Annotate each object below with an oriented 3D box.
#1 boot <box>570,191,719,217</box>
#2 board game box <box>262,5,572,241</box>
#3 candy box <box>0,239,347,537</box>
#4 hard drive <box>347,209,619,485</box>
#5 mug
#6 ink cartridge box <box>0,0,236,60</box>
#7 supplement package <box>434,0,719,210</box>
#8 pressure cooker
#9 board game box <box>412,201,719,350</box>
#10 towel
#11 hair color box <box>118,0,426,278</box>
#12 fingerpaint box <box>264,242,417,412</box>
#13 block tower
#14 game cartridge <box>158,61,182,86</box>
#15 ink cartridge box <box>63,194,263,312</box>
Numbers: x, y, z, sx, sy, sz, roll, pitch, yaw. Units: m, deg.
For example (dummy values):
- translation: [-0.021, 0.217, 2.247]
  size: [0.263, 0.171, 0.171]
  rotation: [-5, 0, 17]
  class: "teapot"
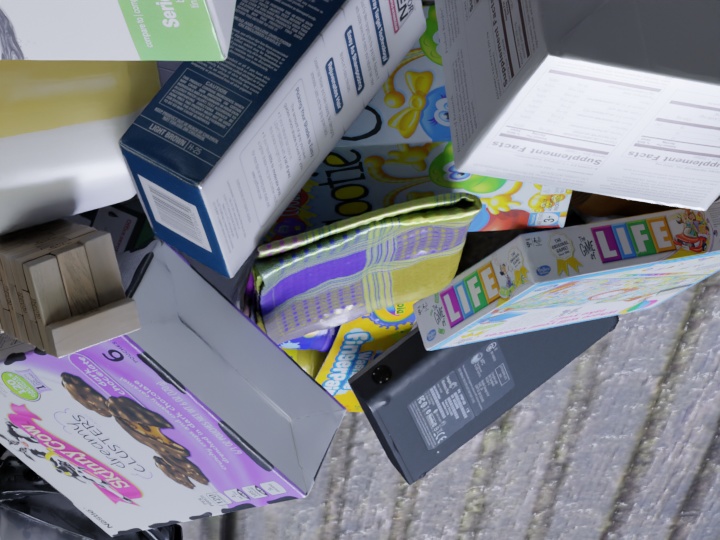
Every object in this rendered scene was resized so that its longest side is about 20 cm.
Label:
- translation: [0.209, -0.096, 1.484]
  size: [0.144, 0.071, 0.201]
  rotation: [10, 147, -38]
  class: "boot"
- translation: [0.026, -0.091, 1.409]
  size: [0.199, 0.105, 0.103]
  rotation: [-3, 149, -5]
  class: "board game box"
- translation: [-0.137, 0.077, 1.411]
  size: [0.168, 0.072, 0.200]
  rotation: [43, 143, -25]
  class: "candy box"
- translation: [0.093, 0.057, 1.647]
  size: [0.200, 0.033, 0.140]
  rotation: [-37, 148, -7]
  class: "hard drive"
- translation: [-0.188, -0.097, 1.274]
  size: [0.152, 0.150, 0.187]
  rotation: [-7, 157, -13]
  class: "mug"
- translation: [-0.160, -0.185, 1.149]
  size: [0.199, 0.146, 0.084]
  rotation: [1, 151, 9]
  class: "ink cartridge box"
- translation: [0.129, -0.152, 1.232]
  size: [0.155, 0.201, 0.111]
  rotation: [8, 147, -22]
  class: "supplement package"
- translation: [-0.246, 0.213, 1.805]
  size: [0.175, 0.179, 0.200]
  rotation: [-21, 164, -43]
  class: "pressure cooker"
- translation: [0.152, 0.002, 1.526]
  size: [0.199, 0.034, 0.134]
  rotation: [-9, 165, -34]
  class: "board game box"
- translation: [0.000, 0.000, 1.392]
  size: [0.143, 0.023, 0.200]
  rotation: [-16, 168, -8]
  class: "towel"
- translation: [-0.045, -0.106, 1.292]
  size: [0.060, 0.200, 0.100]
  rotation: [29, 158, 22]
  class: "hair color box"
- translation: [-0.051, 0.022, 1.614]
  size: [0.166, 0.074, 0.200]
  rotation: [4, 148, -15]
  class: "fingerpaint box"
- translation: [-0.196, 0.000, 1.324]
  size: [0.054, 0.058, 0.200]
  rotation: [-21, -160, -27]
  class: "block tower"
- translation: [-0.187, -0.144, 1.356]
  size: [0.199, 0.039, 0.130]
  rotation: [13, 140, -28]
  class: "game cartridge"
- translation: [-0.168, 0.012, 1.486]
  size: [0.199, 0.085, 0.146]
  rotation: [22, 147, 7]
  class: "ink cartridge box"
